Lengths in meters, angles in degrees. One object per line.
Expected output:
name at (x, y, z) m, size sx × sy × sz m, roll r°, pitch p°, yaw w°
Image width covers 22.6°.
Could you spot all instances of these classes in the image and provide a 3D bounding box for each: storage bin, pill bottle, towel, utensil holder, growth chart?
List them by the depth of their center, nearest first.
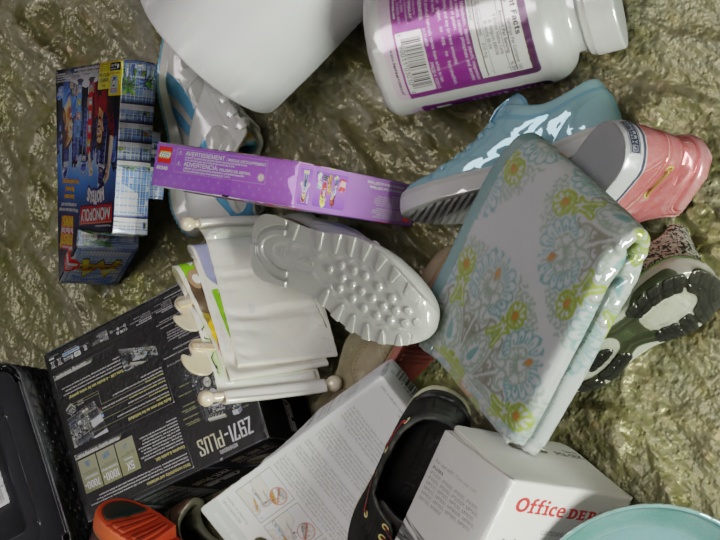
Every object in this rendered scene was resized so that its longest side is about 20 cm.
towel at (0.129, 0.016, 1.373) m, size 0.171 × 0.048 × 0.200 m, roll 48°, pitch 119°, yaw 48°
pill bottle at (0.111, -0.199, 1.462) m, size 0.200 × 0.112 × 0.112 m, roll -11°, pitch 76°, yaw 14°
growth chart at (-0.090, 0.028, 1.509) m, size 0.018 × 0.144 × 0.200 m, roll 117°, pitch 148°, yaw -49°
utensil holder at (-0.068, -0.260, 1.547) m, size 0.200 × 0.170 × 0.170 m, roll -44°, pitch 64°, yaw 18°
storage bin at (-0.311, 0.199, 1.648) m, size 0.135 × 0.094 × 0.200 m, roll -29°, pitch 68°, yaw 22°

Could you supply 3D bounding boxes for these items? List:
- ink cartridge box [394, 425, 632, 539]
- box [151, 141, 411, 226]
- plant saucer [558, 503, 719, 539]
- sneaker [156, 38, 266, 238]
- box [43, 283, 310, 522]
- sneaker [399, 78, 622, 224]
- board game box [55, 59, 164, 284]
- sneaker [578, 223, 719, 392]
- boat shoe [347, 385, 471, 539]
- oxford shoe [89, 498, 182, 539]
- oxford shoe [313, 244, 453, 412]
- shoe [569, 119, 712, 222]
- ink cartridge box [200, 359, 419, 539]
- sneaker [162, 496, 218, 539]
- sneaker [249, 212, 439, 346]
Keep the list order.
ink cartridge box at (0.098, 0.231, 1.368) m, size 0.083 × 0.147 × 0.200 m, roll 35°, pitch 107°, yaw 46°
box at (-0.059, -0.070, 1.490) m, size 0.137 × 0.200 × 0.039 m, roll 10°, pitch 92°, yaw 29°
plant saucer at (0.211, 0.265, 1.339) m, size 0.200 × 0.036 × 0.200 m, roll 0°, pitch 99°, yaw -3°
sneaker at (-0.132, -0.133, 1.621) m, size 0.081 × 0.077 × 0.200 m, roll -11°, pitch 82°, yaw 17°
box at (-0.159, 0.112, 1.581) m, size 0.200 × 0.086 × 0.164 m, roll -27°, pitch 69°, yaw 23°
sneaker at (0.122, -0.098, 1.477) m, size 0.200 × 0.074 × 0.082 m, roll -18°, pitch 65°, yaw 17°
board game box at (-0.224, -0.084, 1.623) m, size 0.200 × 0.062 × 0.200 m, roll -172°, pitch 84°, yaw -64°
sneaker at (0.194, 0.029, 1.427) m, size 0.200 × 0.077 × 0.089 m, roll -28°, pitch 38°, yaw 24°
boat shoe at (0.033, 0.189, 1.406) m, size 0.074 × 0.063 × 0.202 m, roll 20°, pitch 108°, yaw 3°
oxford shoe at (-0.147, 0.270, 1.501) m, size 0.200 × 0.071 × 0.073 m, roll 34°, pitch 119°, yaw 27°
oxford shoe at (0.024, 0.055, 1.501) m, size 0.075 × 0.070 × 0.200 m, roll 38°, pitch 100°, yaw 32°
shoe at (0.189, -0.047, 1.427) m, size 0.200 × 0.091 × 0.072 m, roll -48°, pitch 45°, yaw 47°
ink cartridge box at (-0.004, 0.194, 1.470) m, size 0.200 × 0.057 × 0.163 m, roll -37°, pitch 93°, yaw 22°
sneaker at (-0.113, 0.276, 1.535) m, size 0.200 × 0.070 × 0.076 m, roll 42°, pitch 109°, yaw 28°
sneaker at (0.000, 0.000, 1.469) m, size 0.200 × 0.080 × 0.077 m, roll 31°, pitch 112°, yaw 38°
